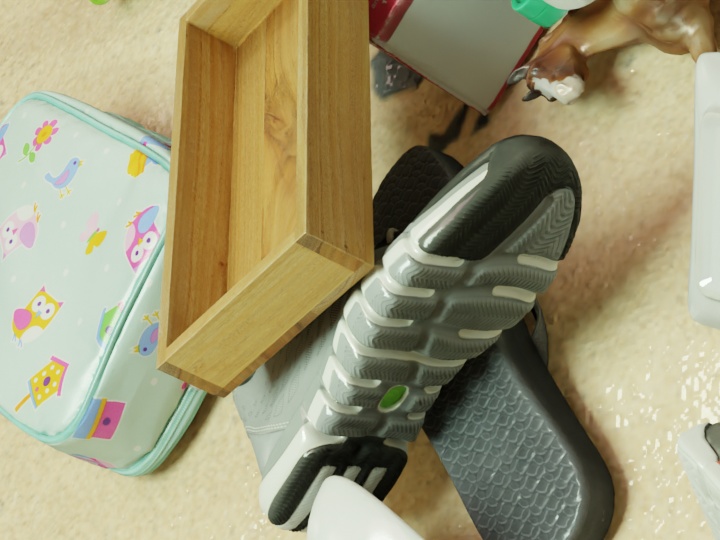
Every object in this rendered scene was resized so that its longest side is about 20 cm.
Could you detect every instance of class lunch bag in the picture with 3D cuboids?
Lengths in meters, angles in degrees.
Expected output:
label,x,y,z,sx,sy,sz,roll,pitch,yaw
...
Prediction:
label,x,y,z,sx,sy,sz,roll,pitch,yaw
lunch bag,-0.129,0.000,1.105,0.200,0.077,0.161,29,90,50

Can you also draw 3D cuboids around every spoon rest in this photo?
label,x,y,z,sx,sy,sz,roll,pitch,yaw
spoon rest,0.043,0.151,0.843,0.061,0.099,0.200,-30,50,-15

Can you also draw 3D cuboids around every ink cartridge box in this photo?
label,x,y,z,sx,sy,sz,roll,pitch,yaw
ink cartridge box,0.018,-0.181,1.040,0.145,0.083,0.200,-58,41,6

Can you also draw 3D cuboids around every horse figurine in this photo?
label,x,y,z,sx,sy,sz,roll,pitch,yaw
horse figurine,0.143,-0.146,0.906,0.133,0.050,0.200,29,98,64

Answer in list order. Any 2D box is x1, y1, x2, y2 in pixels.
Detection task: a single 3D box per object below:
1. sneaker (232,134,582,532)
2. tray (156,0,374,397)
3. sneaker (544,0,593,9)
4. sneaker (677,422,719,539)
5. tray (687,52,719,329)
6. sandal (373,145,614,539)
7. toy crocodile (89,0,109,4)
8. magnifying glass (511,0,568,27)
label,x,y,z,sx,sy,sz,roll,pitch,yaw
sneaker,0.000,0.000,0.904,0.200,0.075,0.116,-54,45,26
tray,-0.037,-0.056,0.921,0.099,0.037,0.200,-41,34,37
sneaker,0.032,-0.182,0.901,0.073,0.085,0.200,-54,42,12
sneaker,0.186,0.097,0.739,0.082,0.077,0.200,-38,40,-12
tray,0.182,-0.011,0.782,0.200,0.022,0.108,18,114,50
sandal,0.050,0.038,0.927,0.076,0.043,0.200,-43,53,32
toy crocodile,-0.082,-0.213,1.191,0.200,0.062,0.068,-44,44,28
magnifying glass,0.117,-0.191,0.931,0.200,0.022,0.080,-64,10,-3
